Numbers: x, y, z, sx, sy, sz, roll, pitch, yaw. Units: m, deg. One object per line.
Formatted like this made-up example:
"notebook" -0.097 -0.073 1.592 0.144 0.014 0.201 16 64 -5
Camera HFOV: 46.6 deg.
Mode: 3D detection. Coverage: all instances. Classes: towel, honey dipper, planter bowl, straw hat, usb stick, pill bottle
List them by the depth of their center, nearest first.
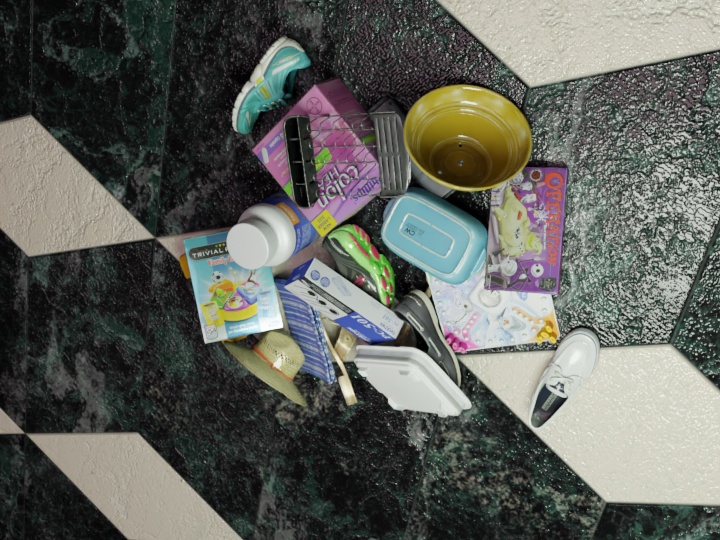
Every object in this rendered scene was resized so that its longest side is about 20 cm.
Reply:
"planter bowl" 0.163 -0.190 1.320 0.200 0.200 0.083 31 155 12
"usb stick" 0.088 -0.202 1.404 0.055 0.033 0.200 -37 90 21
"pill bottle" -0.147 -0.073 1.469 0.112 0.200 0.112 9 113 22
"honey dipper" 0.107 0.063 1.494 0.038 0.038 0.200 35 119 10
"towel" -0.109 0.111 1.584 0.145 0.024 0.200 12 119 59
"straw hat" -0.155 0.163 1.589 0.201 0.201 0.085 38 90 8

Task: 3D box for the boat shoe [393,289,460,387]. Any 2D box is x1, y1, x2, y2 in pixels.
"boat shoe" 0.112 0.134 1.460 0.073 0.063 0.200 -2 115 55

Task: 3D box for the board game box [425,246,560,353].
"board game box" 0.219 0.045 1.417 0.200 0.026 0.200 -9 112 21

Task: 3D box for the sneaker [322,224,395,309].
"sneaker" 0.000 0.000 1.481 0.084 0.077 0.200 -12 125 31

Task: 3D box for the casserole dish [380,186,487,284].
"casserole dish" 0.115 -0.058 1.380 0.200 0.039 0.121 32 105 23

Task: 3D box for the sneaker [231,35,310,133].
"sneaker" -0.160 -0.312 1.461 0.080 0.078 0.200 38 121 -2

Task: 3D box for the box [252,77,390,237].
"box" -0.052 -0.194 1.438 0.176 0.097 0.200 -39 91 31

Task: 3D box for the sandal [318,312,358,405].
"sandal" -0.028 0.145 1.584 0.070 0.078 0.212 -19 91 -4

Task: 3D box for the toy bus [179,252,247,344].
"toy bus" -0.278 0.043 1.648 0.065 0.078 0.200 -25 97 30

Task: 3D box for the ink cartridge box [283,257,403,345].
"ink cartridge box" -0.029 0.058 1.473 0.200 0.044 0.094 35 154 -16

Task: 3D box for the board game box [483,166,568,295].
"board game box" 0.264 -0.064 1.332 0.120 0.032 0.200 4 87 19

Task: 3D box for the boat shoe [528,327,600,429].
"boat shoe" 0.343 0.190 1.415 0.074 0.065 0.200 26 118 15

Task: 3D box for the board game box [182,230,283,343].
"board game box" -0.239 0.024 1.577 0.151 0.047 0.200 -12 95 -6

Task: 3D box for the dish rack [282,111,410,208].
"dish rack" -0.019 -0.180 1.340 0.200 0.055 0.154 1 110 25

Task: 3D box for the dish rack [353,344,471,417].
"dish rack" 0.083 0.202 1.487 0.172 0.044 0.200 47 153 -25
